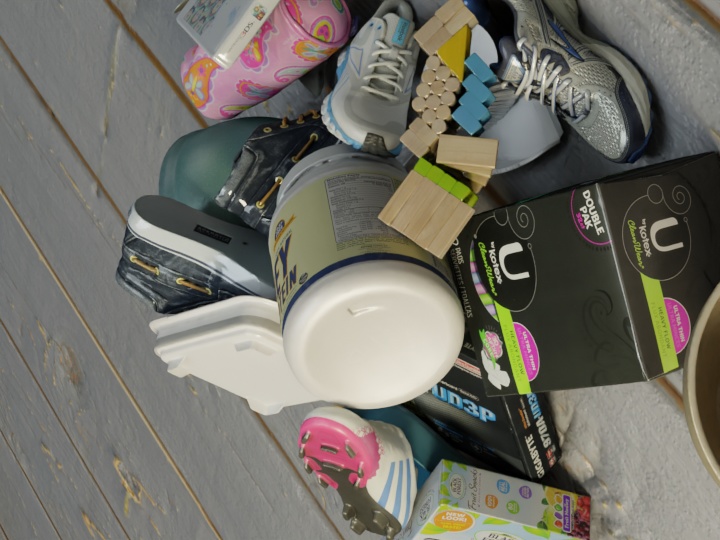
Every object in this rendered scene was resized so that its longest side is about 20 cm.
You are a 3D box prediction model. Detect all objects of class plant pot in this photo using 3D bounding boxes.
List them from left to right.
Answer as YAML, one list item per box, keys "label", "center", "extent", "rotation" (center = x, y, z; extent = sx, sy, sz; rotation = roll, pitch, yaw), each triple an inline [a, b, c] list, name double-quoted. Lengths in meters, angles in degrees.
- label: "plant pot"
  center: [-0.082, -0.070, 1.495]
  extent: [0.134, 0.200, 0.200]
  rotation: [-24, 82, 33]

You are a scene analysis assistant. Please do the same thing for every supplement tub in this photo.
- label: "supplement tub"
  center: [0.000, 0.000, 1.250]
  extent: [0.200, 0.145, 0.145]
  rotation: [-102, 18, -51]

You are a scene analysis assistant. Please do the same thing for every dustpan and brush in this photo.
- label: "dustpan and brush"
  center: [0.079, -0.128, 1.311]
  extent: [0.200, 0.057, 0.140]
  rotation: [-40, 70, 58]

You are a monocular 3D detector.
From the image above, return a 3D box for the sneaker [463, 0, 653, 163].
- label: "sneaker"
  center: [0.145, -0.154, 1.170]
  extent: [0.200, 0.085, 0.077]
  rotation: [56, 145, 26]

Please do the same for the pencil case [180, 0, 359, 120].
- label: "pencil case"
  center: [-0.089, -0.213, 1.429]
  extent: [0.200, 0.087, 0.087]
  rotation: [-28, 80, 49]

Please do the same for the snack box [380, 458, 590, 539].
- label: "snack box"
  center: [0.102, 0.253, 1.371]
  extent: [0.200, 0.142, 0.053]
  rotation: [120, 161, -49]

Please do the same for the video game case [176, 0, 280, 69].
- label: "video game case"
  center: [-0.095, -0.282, 1.395]
  extent: [0.182, 0.024, 0.200]
  rotation: [-52, 25, 6]

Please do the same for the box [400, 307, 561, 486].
- label: "box"
  center: [0.077, 0.093, 1.350]
  extent: [0.200, 0.046, 0.159]
  rotation: [24, 147, 41]

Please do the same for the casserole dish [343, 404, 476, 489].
- label: "casserole dish"
  center: [0.060, 0.179, 1.422]
  extent: [0.200, 0.039, 0.121]
  rotation: [43, 165, -20]

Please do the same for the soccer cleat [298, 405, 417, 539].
- label: "soccer cleat"
  center: [0.002, 0.152, 1.281]
  extent: [0.070, 0.086, 0.200]
  rotation: [11, 149, 24]

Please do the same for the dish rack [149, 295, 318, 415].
- label: "dish rack"
  center: [-0.088, 0.084, 1.380]
  extent: [0.200, 0.172, 0.044]
  rotation: [-17, 51, 51]

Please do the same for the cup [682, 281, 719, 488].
- label: "cup"
  center: [0.294, 0.082, 0.970]
  extent: [0.143, 0.200, 0.200]
  rotation: [93, 156, -79]

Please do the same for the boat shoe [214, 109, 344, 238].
- label: "boat shoe"
  center: [-0.052, -0.121, 1.388]
  extent: [0.091, 0.200, 0.071]
  rotation: [32, 158, -6]

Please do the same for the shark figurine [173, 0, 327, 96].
- label: "shark figurine"
  center: [-0.113, -0.272, 1.529]
  extent: [0.214, 0.089, 0.128]
  rotation: [40, 134, 41]

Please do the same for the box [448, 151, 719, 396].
- label: "box"
  center: [0.180, 0.007, 1.150]
  extent: [0.200, 0.124, 0.149]
  rotation: [-13, 92, 58]

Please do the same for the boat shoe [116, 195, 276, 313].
- label: "boat shoe"
  center: [-0.129, 0.009, 1.402]
  extent: [0.200, 0.071, 0.091]
  rotation: [25, 125, 5]

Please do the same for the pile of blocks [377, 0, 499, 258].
- label: "pile of blocks"
  center: [0.073, -0.107, 1.172]
  extent: [0.082, 0.062, 0.200]
  rotation: [10, 87, 15]

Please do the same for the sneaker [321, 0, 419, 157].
- label: "sneaker"
  center: [0.016, -0.176, 1.316]
  extent: [0.200, 0.075, 0.087]
  rotation: [-89, 23, -52]
